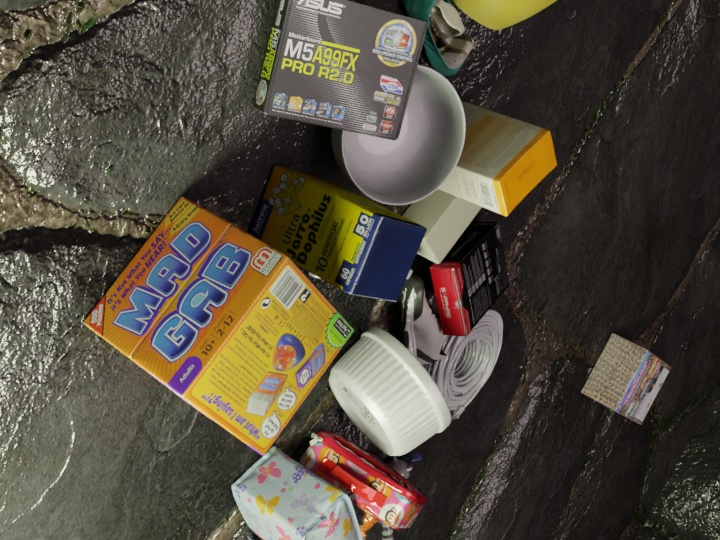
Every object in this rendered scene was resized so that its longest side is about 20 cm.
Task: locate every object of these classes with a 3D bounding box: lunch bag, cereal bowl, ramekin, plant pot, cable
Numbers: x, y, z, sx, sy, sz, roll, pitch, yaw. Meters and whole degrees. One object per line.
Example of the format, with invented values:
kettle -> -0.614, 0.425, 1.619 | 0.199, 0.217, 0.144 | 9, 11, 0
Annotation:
lunch bag -> 0.000, 0.334, 1.714 | 0.082, 0.200, 0.176 | -58, 162, -4
lunch bag -> -0.093, 0.402, 1.684 | 0.127, 0.169, 0.200 | -44, 141, -26
cereal bowl -> 0.044, -0.196, 1.512 | 0.200, 0.083, 0.201 | -10, 112, -26
ramekin -> 0.039, 0.198, 1.701 | 0.105, 0.200, 0.200 | -38, 139, -16
plant pot -> 0.198, -0.425, 1.511 | 0.200, 0.200, 0.142 | -1, 138, -51
cable -> 0.178, 0.153, 1.946 | 0.200, 0.069, 0.200 | -40, 138, -29

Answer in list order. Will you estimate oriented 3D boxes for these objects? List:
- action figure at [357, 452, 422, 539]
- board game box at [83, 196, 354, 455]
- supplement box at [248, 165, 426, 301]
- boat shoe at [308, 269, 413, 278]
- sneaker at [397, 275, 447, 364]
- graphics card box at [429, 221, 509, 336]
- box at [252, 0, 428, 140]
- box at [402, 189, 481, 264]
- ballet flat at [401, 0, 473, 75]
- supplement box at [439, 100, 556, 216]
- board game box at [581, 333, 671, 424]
action figure -> 0.058, 0.408, 1.938 | 0.200, 0.105, 0.194 | -20, 137, -41
board game box -> -0.172, 0.070, 1.342 | 0.200, 0.200, 0.200 | -54, 144, -11
supplement box -> -0.033, -0.050, 1.434 | 0.109, 0.200, 0.109 | 11, 103, -53
boat shoe -> 0.000, 0.000, 1.622 | 0.200, 0.072, 0.066 | 11, 108, -53
sneaker -> 0.103, 0.080, 1.780 | 0.080, 0.074, 0.200 | -9, 136, -3
graphics card box -> 0.186, 0.011, 1.806 | 0.200, 0.051, 0.126 | -42, 125, -51
box -> -0.025, -0.262, 1.374 | 0.200, 0.044, 0.161 | 8, 105, -30
box -> 0.148, -0.116, 1.729 | 0.200, 0.068, 0.082 | -51, 143, -14
ballet flat -> 0.122, -0.337, 1.549 | 0.067, 0.070, 0.200 | -55, 144, -9
supplement box -> 0.173, -0.173, 1.610 | 0.126, 0.200, 0.074 | -44, 137, -22
board game box -> 0.631, 0.258, 2.549 | 0.200, 0.097, 0.160 | 29, 89, -54
